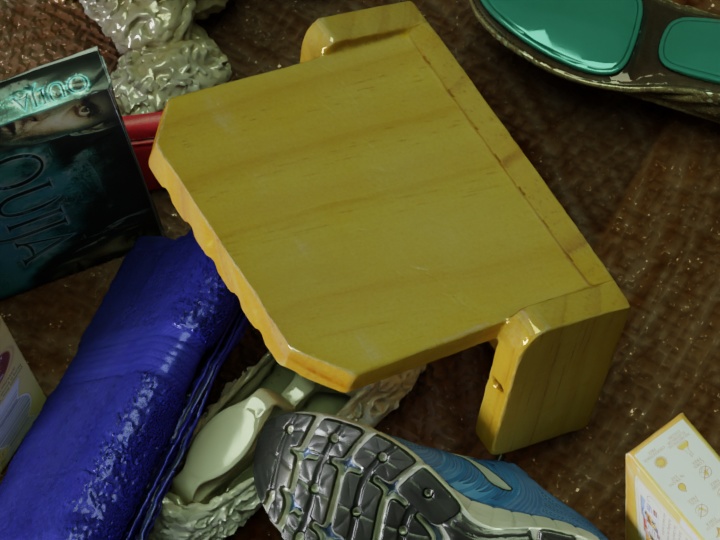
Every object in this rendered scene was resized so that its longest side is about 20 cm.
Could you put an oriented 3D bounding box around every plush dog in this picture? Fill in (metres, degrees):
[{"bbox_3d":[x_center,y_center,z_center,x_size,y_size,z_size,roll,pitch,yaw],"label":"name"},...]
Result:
[{"bbox_3d":[-0.106,-0.195,1.529,0.160,0.172,0.200,38,75,19],"label":"plush dog"}]

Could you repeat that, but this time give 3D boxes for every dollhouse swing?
[{"bbox_3d":[0.000,0.000,1.411,0.175,0.182,0.200,-26,66,-20],"label":"dollhouse swing"}]

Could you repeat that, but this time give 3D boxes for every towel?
[{"bbox_3d":[-0.115,0.068,1.445,0.049,0.148,0.200,35,70,-18],"label":"towel"}]

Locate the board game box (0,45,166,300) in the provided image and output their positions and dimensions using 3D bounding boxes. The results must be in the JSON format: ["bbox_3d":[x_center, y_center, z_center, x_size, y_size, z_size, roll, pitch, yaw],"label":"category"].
[{"bbox_3d":[-0.176,-0.039,1.452,0.135,0.200,0.028,-20,70,-3],"label":"board game box"}]

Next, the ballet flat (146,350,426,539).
[{"bbox_3d":[-0.035,0.068,1.467,0.072,0.072,0.200,40,75,20],"label":"ballet flat"}]

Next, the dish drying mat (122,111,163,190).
[{"bbox_3d":[-0.128,-0.058,1.524,0.199,0.077,0.018,-8,68,2],"label":"dish drying mat"}]

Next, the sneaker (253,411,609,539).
[{"bbox_3d":[0.040,0.125,1.421,0.200,0.089,0.079,26,100,-1],"label":"sneaker"}]

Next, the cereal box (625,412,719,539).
[{"bbox_3d":[0.198,0.174,1.355,0.039,0.144,0.200,-35,68,-11],"label":"cereal box"}]

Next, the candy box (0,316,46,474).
[{"bbox_3d":[-0.232,0.026,1.429,0.115,0.200,0.055,26,72,15],"label":"candy box"}]

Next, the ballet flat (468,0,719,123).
[{"bbox_3d":[0.152,-0.112,1.528,0.199,0.065,0.071,20,70,16],"label":"ballet flat"}]
